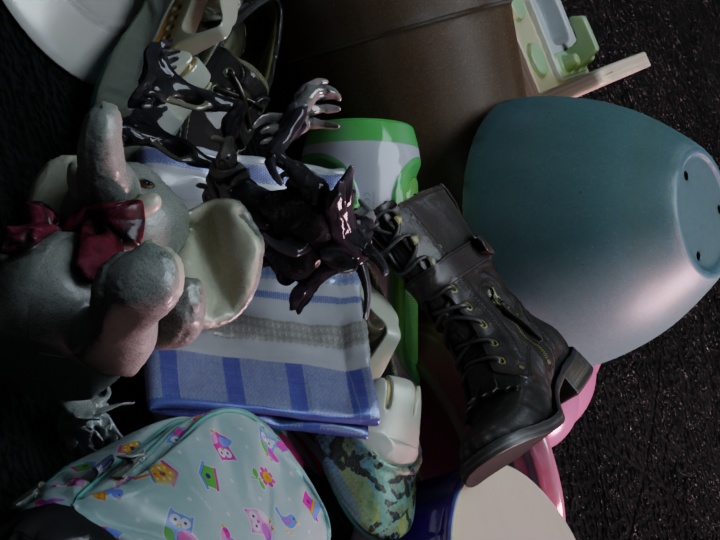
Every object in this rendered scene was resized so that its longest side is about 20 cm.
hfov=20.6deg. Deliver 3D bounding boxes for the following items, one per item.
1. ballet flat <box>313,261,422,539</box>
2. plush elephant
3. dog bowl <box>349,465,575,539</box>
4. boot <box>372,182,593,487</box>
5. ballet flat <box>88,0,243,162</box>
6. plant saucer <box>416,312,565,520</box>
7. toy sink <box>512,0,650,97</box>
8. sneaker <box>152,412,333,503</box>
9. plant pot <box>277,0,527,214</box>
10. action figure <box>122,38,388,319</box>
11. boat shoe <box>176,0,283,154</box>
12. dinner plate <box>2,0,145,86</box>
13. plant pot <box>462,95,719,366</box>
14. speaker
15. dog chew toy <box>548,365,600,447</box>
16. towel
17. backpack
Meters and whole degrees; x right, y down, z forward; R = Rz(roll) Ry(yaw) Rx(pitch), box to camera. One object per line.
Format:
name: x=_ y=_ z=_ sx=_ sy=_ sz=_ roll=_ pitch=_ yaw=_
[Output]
ballet flat: x=0.003 y=0.070 z=1.224 sx=0.074 sy=0.074 sz=0.200 roll=35 pitch=28 yaw=-47
plush elephant: x=-0.145 y=-0.013 z=1.077 sx=0.200 sy=0.164 sz=0.155 roll=79 pitch=23 yaw=-55
dog bowl: x=0.078 y=0.226 z=1.251 sx=0.200 sy=0.079 sz=0.200 roll=39 pitch=40 yaw=-42
boot: x=0.058 y=0.033 z=1.244 sx=0.174 sy=0.069 sz=0.200 roll=51 pitch=25 yaw=-1
ballet flat: x=-0.120 y=-0.140 z=1.273 sx=0.067 sy=0.064 sz=0.200 roll=59 pitch=36 yaw=-41
plant saucer: x=0.077 y=0.122 z=1.398 sx=0.201 sy=0.051 sz=0.201 roll=160 pitch=-90 yaw=-75
toy sink: x=0.112 y=-0.174 z=1.606 sx=0.130 sy=0.200 sz=0.112 roll=-27 pitch=95 yaw=-62
sneaker: x=-0.041 y=0.142 z=1.224 sx=0.200 sy=0.084 sz=0.121 roll=18 pitch=50 yaw=-47
plant pot: x=0.039 y=-0.129 z=1.472 sx=0.200 sy=0.200 sz=0.199 roll=-26 pitch=102 yaw=-63
action figure: x=-0.049 y=-0.058 z=1.160 sx=0.200 sy=0.119 sz=0.102 roll=36 pitch=48 yaw=15
boat shoe: x=-0.095 y=-0.123 z=1.338 sx=0.073 sy=0.065 sz=0.200 roll=48 pitch=34 yaw=-37
dinner plate: x=-0.184 y=-0.215 z=1.291 sx=0.200 sy=0.024 sz=0.200 roll=41 pitch=37 yaw=-41
plant pot: x=0.179 y=-0.032 z=1.384 sx=0.200 sy=0.135 sz=0.200 roll=16 pitch=70 yaw=-54
speaker: x=0.000 y=0.000 z=1.354 sx=0.088 sy=0.088 sz=0.200 roll=8 pitch=81 yaw=-59
dog chew toy: x=0.126 y=0.074 z=1.510 sx=0.125 sy=0.124 sz=0.200 roll=59 pitch=16 yaw=-18
towel: x=-0.063 y=0.008 z=1.196 sx=0.147 sy=0.024 sz=0.200 roll=8 pitch=51 yaw=-19
backpack: x=-0.106 y=0.161 z=1.047 sx=0.167 sy=0.126 sz=0.200 roll=63 pitch=28 yaw=-8
